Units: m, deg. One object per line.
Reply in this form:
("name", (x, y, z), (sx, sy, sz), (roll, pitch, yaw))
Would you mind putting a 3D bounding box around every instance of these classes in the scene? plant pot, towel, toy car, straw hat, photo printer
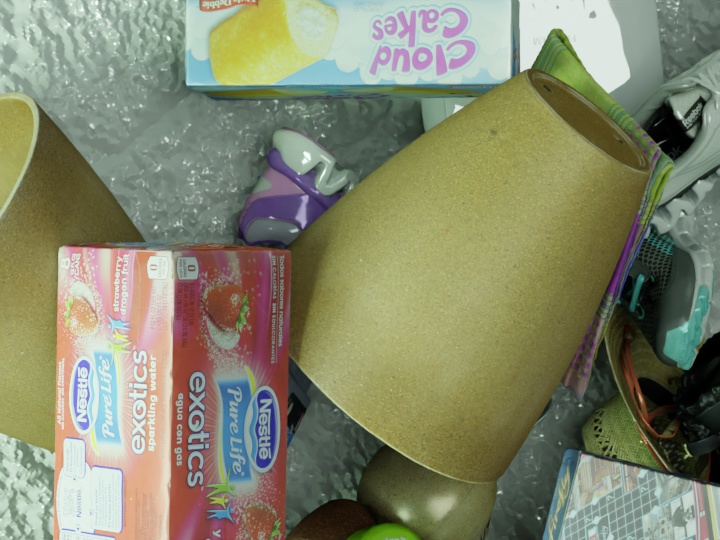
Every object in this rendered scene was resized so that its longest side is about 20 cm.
("plant pot", (0.073, -0.011, 1.535), (0.186, 0.186, 0.200), (35, 108, -15))
("towel", (0.127, -0.034, 1.640), (0.023, 0.144, 0.200), (-9, 132, -31))
("plant pot", (-0.189, 0.028, 1.573), (0.200, 0.186, 0.187), (43, 75, -29))
("toy car", (0.051, 0.165, 1.657), (0.158, 0.164, 0.200), (43, 63, -13))
("straw hat", (0.193, 0.117, 1.734), (0.085, 0.201, 0.201), (-36, 103, 25))
("photo printer", (0.115, -0.157, 1.722), (0.166, 0.069, 0.201), (-5, 90, -13))

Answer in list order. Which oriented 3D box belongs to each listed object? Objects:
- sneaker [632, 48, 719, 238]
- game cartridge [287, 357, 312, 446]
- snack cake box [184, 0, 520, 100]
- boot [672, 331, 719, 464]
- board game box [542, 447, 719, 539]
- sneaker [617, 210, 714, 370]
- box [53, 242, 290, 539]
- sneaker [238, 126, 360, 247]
("sneaker", (0.228, -0.104, 1.646), (0.200, 0.081, 0.075), (-41, 64, -5))
("game cartridge", (-0.083, 0.120, 1.622), (0.038, 0.130, 0.200), (23, 79, 19))
("snack cake box", (-0.002, -0.142, 1.625), (0.199, 0.115, 0.067), (0, 88, 6))
("boot", (0.284, 0.105, 1.732), (0.162, 0.198, 0.073), (45, 115, -5))
("board game box", (0.168, 0.221, 1.611), (0.135, 0.035, 0.201), (15, 89, -11))
("sneaker", (0.173, -0.003, 1.699), (0.091, 0.200, 0.078), (5, 119, -6))
("box", (-0.106, 0.084, 1.478), (0.095, 0.100, 0.201), (-1, 92, -47))
("sneaker", (0.000, 0.000, 1.682), (0.200, 0.080, 0.089), (40, 86, -14))
